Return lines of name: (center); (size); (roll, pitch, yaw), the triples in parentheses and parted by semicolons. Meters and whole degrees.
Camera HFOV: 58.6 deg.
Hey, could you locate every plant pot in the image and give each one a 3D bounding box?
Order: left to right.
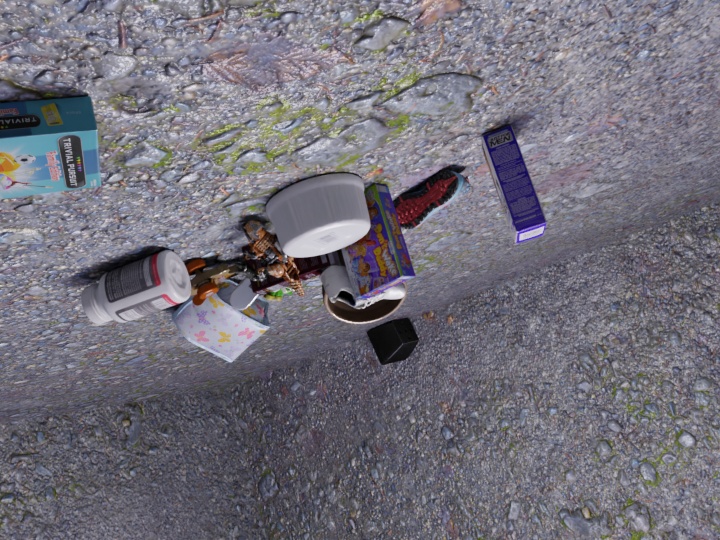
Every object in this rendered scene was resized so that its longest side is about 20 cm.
plant pot: (0.000, 0.000, 1.535); (0.199, 0.175, 0.201); (-6, 136, -6)
plant pot: (0.187, 0.359, 3.390); (0.199, 0.200, 0.177); (-5, 151, -43)

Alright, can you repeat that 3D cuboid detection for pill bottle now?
pill bottle: (-0.458, 0.040, 1.307); (0.199, 0.111, 0.111); (-19, 167, 8)

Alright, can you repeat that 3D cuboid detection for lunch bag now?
lunch bag: (-0.359, 0.115, 1.653); (0.199, 0.128, 0.170); (32, 117, -32)

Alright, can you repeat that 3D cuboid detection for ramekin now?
ramekin: (-0.077, -0.100, 1.247); (0.199, 0.098, 0.201); (-16, 167, -4)

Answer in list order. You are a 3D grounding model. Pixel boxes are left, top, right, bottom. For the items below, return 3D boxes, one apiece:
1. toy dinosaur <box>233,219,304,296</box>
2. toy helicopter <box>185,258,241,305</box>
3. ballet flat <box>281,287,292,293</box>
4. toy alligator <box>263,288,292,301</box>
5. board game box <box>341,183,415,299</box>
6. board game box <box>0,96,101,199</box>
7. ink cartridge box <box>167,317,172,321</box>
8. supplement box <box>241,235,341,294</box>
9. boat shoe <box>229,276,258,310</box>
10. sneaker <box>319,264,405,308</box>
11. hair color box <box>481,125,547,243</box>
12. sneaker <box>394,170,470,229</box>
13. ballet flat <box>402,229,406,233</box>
toy dinosaur: (-0.185, -0.018, 1.320); (0.135, 0.201, 0.102); (0, -154, 48)
toy helicopter: (-0.321, 0.016, 1.486); (0.199, 0.079, 0.132); (-24, 167, -37)
ballet flat: (-0.212, 0.026, 1.682); (0.069, 0.070, 0.200); (-23, 166, 26)
toy alligator: (-0.254, 0.044, 1.742); (0.054, 0.060, 0.200); (23, -175, 26)
board game box: (0.023, -0.058, 1.323); (0.134, 0.201, 0.045); (-27, 162, 37)
board game box: (-0.415, -0.137, 0.753); (0.199, 0.047, 0.151); (-12, 166, -23)
ink cartridge box: (-0.416, 0.107, 1.809); (0.199, 0.044, 0.196); (-15, 166, 3)
supplement box: (-0.154, -0.028, 1.426); (0.199, 0.110, 0.061); (-19, 168, 10)
boat shoe: (-0.228, 0.015, 1.512); (0.200, 0.070, 0.066); (-48, -173, -3)
sneaker: (0.008, 0.048, 1.398); (0.199, 0.087, 0.075); (5, 135, -20)
hair color box: (0.294, -0.163, 1.235); (0.064, 0.201, 0.109); (-17, 168, 9)
sneaker: (0.159, -0.147, 1.409); (0.199, 0.080, 0.095); (-28, 166, 40)
ballet flat: (0.061, -0.096, 1.525); (0.199, 0.064, 0.067); (-8, 163, -38)
